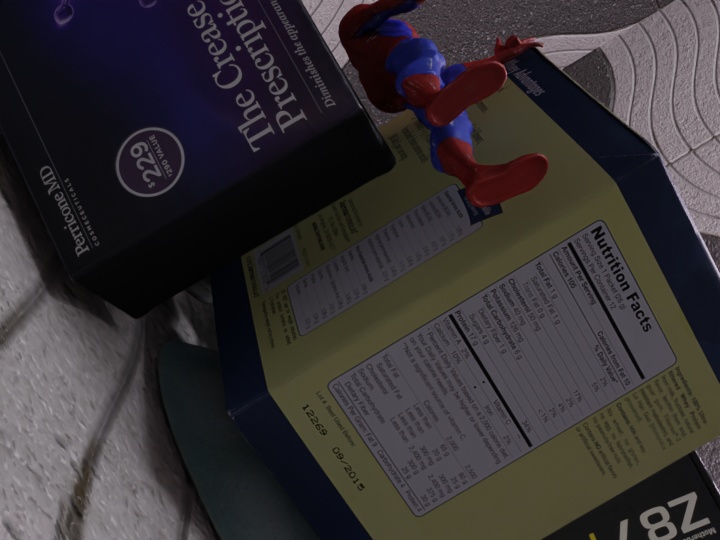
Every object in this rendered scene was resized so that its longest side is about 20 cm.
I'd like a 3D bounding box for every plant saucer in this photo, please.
[{"bbox_3d":[-0.031,0.113,0.635,0.201,0.039,0.201,59,3,-6],"label":"plant saucer"}]

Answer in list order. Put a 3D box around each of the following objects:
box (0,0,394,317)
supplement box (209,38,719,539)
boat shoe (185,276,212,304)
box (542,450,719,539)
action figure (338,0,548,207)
[{"bbox_3d":[-0.096,-0.103,0.573,0.200,0.141,0.079,60,5,19],"label":"box"},{"bbox_3d":[0.048,0.018,0.604,0.134,0.199,0.200,57,5,-25],"label":"supplement box"},{"bbox_3d":[-0.121,-0.076,0.709,0.202,0.065,0.074,60,4,17],"label":"boat shoe"},{"bbox_3d":[0.105,0.167,0.691,0.049,0.199,0.162,65,4,-49],"label":"box"},{"bbox_3d":[0.050,-0.098,0.569,0.065,0.099,0.200,63,-5,-25],"label":"action figure"}]
